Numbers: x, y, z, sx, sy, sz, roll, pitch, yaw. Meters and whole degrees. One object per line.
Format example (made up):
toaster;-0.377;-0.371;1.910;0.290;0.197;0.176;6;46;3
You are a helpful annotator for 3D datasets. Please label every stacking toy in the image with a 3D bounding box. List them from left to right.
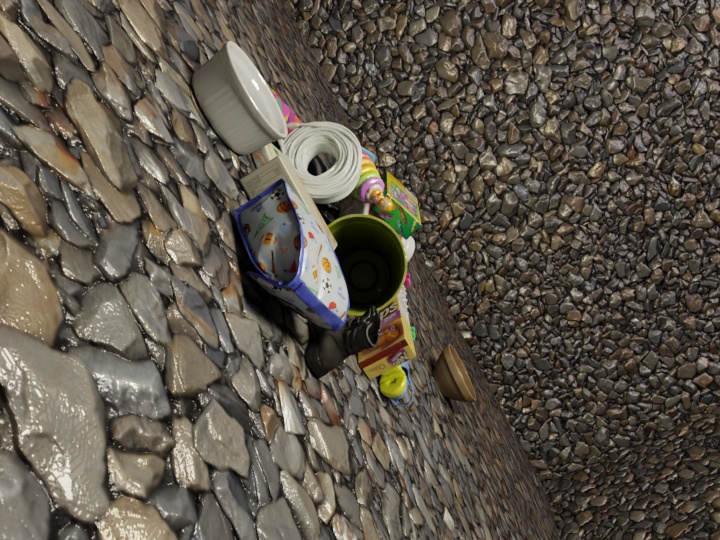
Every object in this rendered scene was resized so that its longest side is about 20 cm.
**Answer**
stacking toy;0.016;-0.200;1.382;0.109;0.117;0.201;17;28;-47

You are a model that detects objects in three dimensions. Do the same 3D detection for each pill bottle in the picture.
pill bottle;0.044;-0.094;1.501;0.199;0.114;0.115;31;28;-34

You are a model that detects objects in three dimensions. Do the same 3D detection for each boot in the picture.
boot;-0.110;-0.199;1.427;0.168;0.075;0.203;-83;150;-77
boot;-0.022;0.099;1.010;0.070;0.130;0.201;55;14;-26

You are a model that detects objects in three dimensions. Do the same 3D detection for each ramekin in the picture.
ramekin;-0.234;-0.324;1.119;0.202;0.097;0.201;59;12;-20

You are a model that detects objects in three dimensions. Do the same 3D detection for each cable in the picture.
cable;-0.093;-0.248;1.334;0.069;0.196;0.204;78;8;-68

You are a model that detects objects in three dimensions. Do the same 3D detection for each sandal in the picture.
sandal;0.081;0.232;1.322;0.088;0.078;0.201;59;20;-30

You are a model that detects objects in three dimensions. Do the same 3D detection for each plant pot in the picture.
plant pot;0.000;0.000;1.248;0.203;0.198;0.193;63;0;8
plant pot;0.304;0.359;1.946;0.203;0.092;0.202;58;13;-22

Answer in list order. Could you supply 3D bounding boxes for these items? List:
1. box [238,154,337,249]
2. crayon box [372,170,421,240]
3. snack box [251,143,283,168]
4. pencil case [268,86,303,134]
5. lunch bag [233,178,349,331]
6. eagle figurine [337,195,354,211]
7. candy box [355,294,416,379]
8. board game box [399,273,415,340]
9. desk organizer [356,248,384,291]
box;-0.132;-0.107;1.089;0.202;0.094;0.078;62;10;-9
crayon box;0.091;-0.172;1.491;0.118;0.058;0.201;40;21;-15
snack box;-0.171;-0.183;1.225;0.203;0.037;0.116;67;12;21
pencil case;-0.204;-0.362;1.383;0.090;0.087;0.200;65;14;17
lunch bag;-0.104;-0.011;0.932;0.170;0.123;0.202;48;11;-52
eagle figurine;0.017;-0.128;1.634;0.201;0.150;0.152;56;12;-23
candy box;0.051;0.138;1.281;0.057;0.115;0.201;56;12;-23
board game box;0.113;0.136;1.496;0.201;0.025;0.204;-65;150;-63
desk organizer;0.046;0.017;1.427;0.077;0.070;0.203;-66;152;-57
